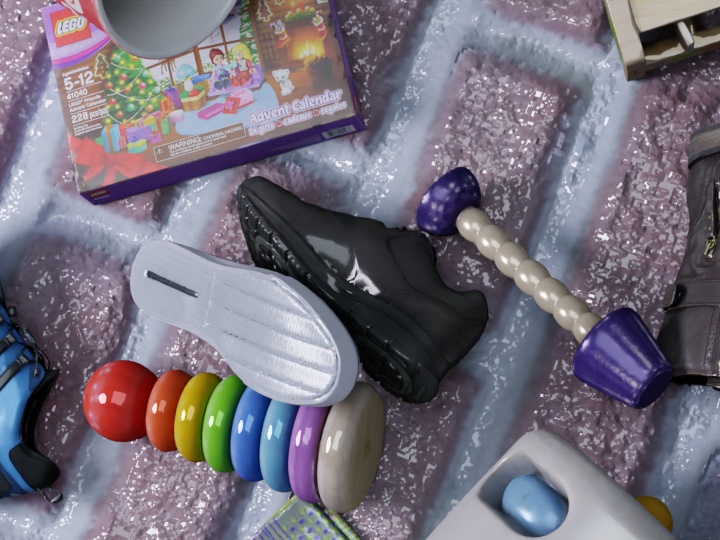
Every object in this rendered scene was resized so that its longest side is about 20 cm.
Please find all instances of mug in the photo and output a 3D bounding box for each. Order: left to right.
[{"bbox_3d":[-0.171,-0.233,1.566,0.199,0.177,0.134,29,103,38],"label":"mug"}]

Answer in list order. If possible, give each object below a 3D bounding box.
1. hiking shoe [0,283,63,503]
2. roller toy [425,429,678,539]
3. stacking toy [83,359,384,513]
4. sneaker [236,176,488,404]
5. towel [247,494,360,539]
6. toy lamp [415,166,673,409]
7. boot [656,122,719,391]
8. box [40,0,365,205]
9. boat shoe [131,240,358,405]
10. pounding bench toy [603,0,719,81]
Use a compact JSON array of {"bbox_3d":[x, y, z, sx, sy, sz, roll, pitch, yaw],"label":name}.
[{"bbox_3d":[-0.243,0.056,1.564,0.086,0.074,0.202,-3,88,2],"label":"hiking shoe"},{"bbox_3d":[0.137,0.194,1.401,0.200,0.182,0.140,43,88,15],"label":"roller toy"},{"bbox_3d":[-0.088,0.096,1.520,0.198,0.085,0.086,12,81,17],"label":"stacking toy"},{"bbox_3d":[0.000,0.000,1.530,0.091,0.076,0.200,-40,68,-22],"label":"sneaker"},{"bbox_3d":[-0.064,0.255,1.510,0.200,0.023,0.144,-40,74,1],"label":"towel"},{"bbox_3d":[0.117,0.013,1.487,0.058,0.058,0.200,-48,62,-1],"label":"toy lamp"},{"bbox_3d":[0.248,-0.008,1.437,0.069,0.200,0.176,18,75,-20],"label":"boot"},{"bbox_3d":[-0.108,-0.138,1.587,0.198,0.039,0.138,-16,76,7],"label":"box"},{"bbox_3d":[-0.064,0.027,1.488,0.199,0.062,0.073,29,108,40],"label":"boat shoe"},{"bbox_3d":[0.221,-0.207,1.448,0.155,0.200,0.125,-17,88,7],"label":"pounding bench toy"}]
